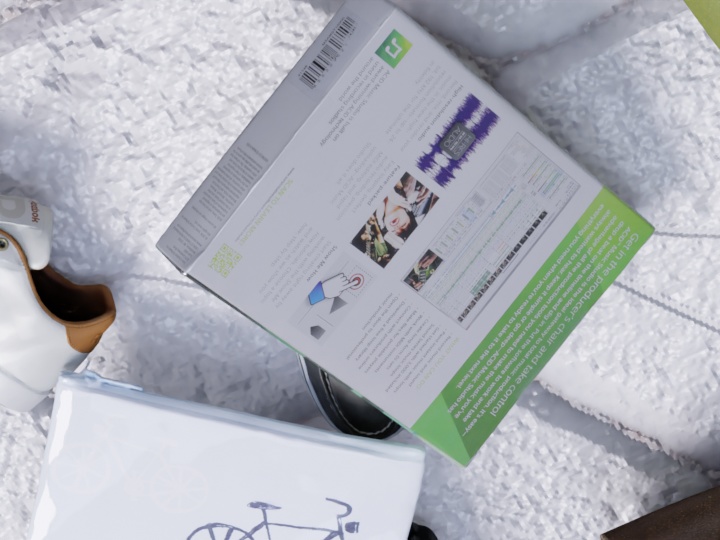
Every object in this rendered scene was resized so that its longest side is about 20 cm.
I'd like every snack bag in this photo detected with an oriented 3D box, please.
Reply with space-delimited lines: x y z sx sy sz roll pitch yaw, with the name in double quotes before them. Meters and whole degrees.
"snack bag" -0.071 0.154 1.300 0.188 0.021 0.201 13 109 -6

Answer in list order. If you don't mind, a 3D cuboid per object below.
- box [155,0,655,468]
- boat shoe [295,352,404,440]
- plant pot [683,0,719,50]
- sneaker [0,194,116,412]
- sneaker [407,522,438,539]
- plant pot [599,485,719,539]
"box" 0.024 -0.015 1.202 0.144 0.036 0.200 -51 128 2
"boat shoe" 0.000 0.000 1.257 0.068 0.057 0.201 -1 119 0
"plant pot" 0.222 -0.121 1.138 0.200 0.187 0.187 35 115 -2
"sneaker" -0.193 -0.023 1.242 0.085 0.073 0.200 -39 124 17
"sneaker" -0.030 0.207 1.369 0.200 0.067 0.091 -28 114 12
"plant pot" 0.245 0.155 1.293 0.200 0.187 0.187 -31 116 0
